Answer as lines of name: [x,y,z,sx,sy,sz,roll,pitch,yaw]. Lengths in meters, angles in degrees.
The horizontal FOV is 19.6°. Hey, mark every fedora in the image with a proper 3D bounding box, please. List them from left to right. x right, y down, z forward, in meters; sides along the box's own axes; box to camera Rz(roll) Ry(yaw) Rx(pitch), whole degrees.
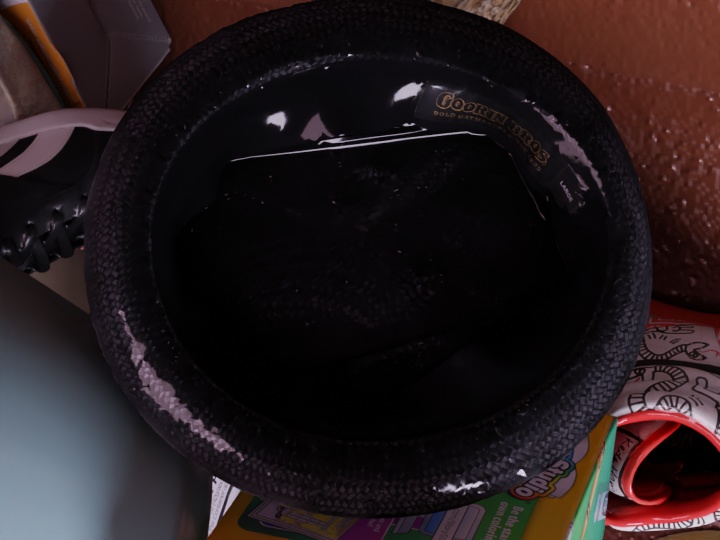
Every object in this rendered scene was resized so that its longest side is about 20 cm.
fedora: [0.000,0.000,0.747,0.201,0.200,0.092,51,166,3]

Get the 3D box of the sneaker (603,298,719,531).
sneaker: [0.087,0.052,0.873,0.200,0.108,0.068,9,116,30]

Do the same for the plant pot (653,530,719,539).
plant pot: [0.147,0.233,0.897,0.199,0.142,0.201,14,117,28]

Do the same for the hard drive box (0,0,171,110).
hard drive box: [-0.213,-0.134,0.973,0.199,0.077,0.156,-6,125,33]

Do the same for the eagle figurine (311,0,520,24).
eagle figurine: [0.022,-0.123,0.830,0.151,0.151,0.201,-13,115,46]

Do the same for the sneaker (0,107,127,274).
sneaker: [-0.153,-0.001,0.874,0.073,0.199,0.112,112,147,-53]

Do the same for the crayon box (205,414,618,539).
crayon box: [0.014,0.108,0.737,0.118,0.200,0.059,10,116,14]

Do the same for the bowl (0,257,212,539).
bowl: [-0.119,0.097,0.747,0.104,0.201,0.201,14,127,-17]

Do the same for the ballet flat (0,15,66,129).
ballet flat: [-0.189,-0.101,0.889,0.067,0.062,0.201,-8,125,32]

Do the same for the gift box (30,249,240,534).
gift box: [-0.103,0.110,0.956,0.186,0.185,0.200,-1,142,31]
